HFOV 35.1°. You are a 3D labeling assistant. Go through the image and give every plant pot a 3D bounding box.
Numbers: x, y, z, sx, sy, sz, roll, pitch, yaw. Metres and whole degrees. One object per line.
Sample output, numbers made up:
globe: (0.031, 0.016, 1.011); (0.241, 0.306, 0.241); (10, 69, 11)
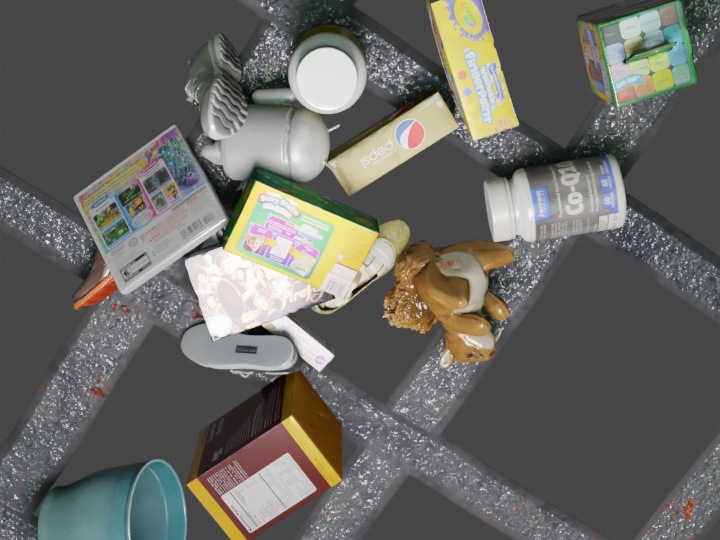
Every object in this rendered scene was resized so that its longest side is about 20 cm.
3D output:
plant pot: (-0.408, 0.412, 1.839); (0.187, 0.200, 0.202); (-7, 108, 17)

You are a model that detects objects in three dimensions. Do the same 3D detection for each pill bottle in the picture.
pill bottle: (-0.047, -0.285, 1.615); (0.111, 0.200, 0.113); (0, 107, 0)
pill bottle: (0.292, -0.106, 1.721); (0.198, 0.114, 0.115); (-10, 107, 2)

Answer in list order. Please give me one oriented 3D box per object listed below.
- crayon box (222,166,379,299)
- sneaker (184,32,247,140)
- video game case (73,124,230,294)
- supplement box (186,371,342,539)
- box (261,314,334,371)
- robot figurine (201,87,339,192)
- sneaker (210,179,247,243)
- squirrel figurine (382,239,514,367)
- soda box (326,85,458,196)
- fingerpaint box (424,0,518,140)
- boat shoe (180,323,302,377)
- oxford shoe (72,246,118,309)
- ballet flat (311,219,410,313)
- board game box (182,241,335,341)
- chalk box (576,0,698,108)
crayon box: (-0.087, -0.053, 1.647); (0.199, 0.058, 0.119); (23, 112, -15)
sneaker: (-0.215, -0.252, 1.641); (0.082, 0.201, 0.075); (-26, 132, 21)
video game case: (-0.316, -0.093, 1.712); (0.199, 0.024, 0.183); (-34, 70, 8)
supplement box: (-0.146, 0.290, 1.791); (0.199, 0.197, 0.133); (-34, 105, 8)
box: (-0.127, 0.082, 1.811); (0.200, 0.041, 0.039); (40, 103, -11)
robot figurine: (-0.131, -0.188, 1.678); (0.198, 0.113, 0.171); (5, 88, 11)
sneaker: (-0.146, -0.046, 1.752); (0.114, 0.076, 0.200); (-38, 104, 10)
squirrel figurine: (0.137, 0.055, 1.770); (0.199, 0.142, 0.188); (16, 138, 30)
soda box: (0.047, -0.195, 1.713); (0.199, 0.068, 0.064); (-32, 106, 9)
fingerpaint box: (0.155, -0.304, 1.630); (0.073, 0.167, 0.201); (-18, 107, 5)
boat shoe: (-0.187, 0.130, 1.807); (0.198, 0.068, 0.074); (1, 66, 17)
oxford shoe: (-0.386, -0.022, 1.769); (0.200, 0.071, 0.073); (-45, 82, 8)
ballet flat: (0.000, 0.000, 1.774); (0.200, 0.071, 0.071); (-38, 104, 10)
board game box: (-0.152, 0.010, 1.712); (0.199, 0.035, 0.136); (-20, 106, -5)
chalk box: (0.396, -0.312, 1.613); (0.124, 0.200, 0.125); (-16, 107, 4)
